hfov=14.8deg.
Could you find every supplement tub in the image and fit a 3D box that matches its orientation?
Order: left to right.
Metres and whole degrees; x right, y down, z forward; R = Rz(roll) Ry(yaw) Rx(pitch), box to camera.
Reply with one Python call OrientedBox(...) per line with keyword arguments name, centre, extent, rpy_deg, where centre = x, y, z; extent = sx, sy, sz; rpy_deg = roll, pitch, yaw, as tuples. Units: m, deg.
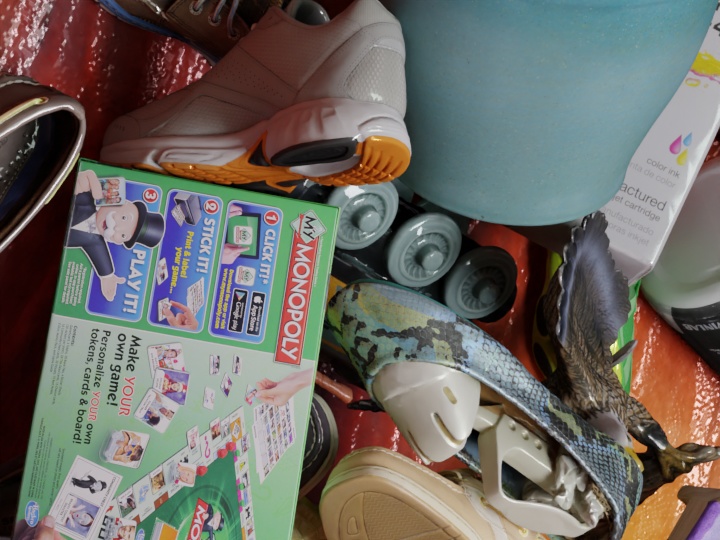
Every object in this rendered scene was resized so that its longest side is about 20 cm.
OrientedBox(name="supplement tub", centre=(0.269, 0.026, 1.728), extent=(0.200, 0.122, 0.123), rpy_deg=(43, 72, -39))

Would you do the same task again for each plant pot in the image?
OrientedBox(name="plant pot", centre=(0.087, -0.134, 1.408), extent=(0.200, 0.200, 0.188), rpy_deg=(-22, 136, -36))

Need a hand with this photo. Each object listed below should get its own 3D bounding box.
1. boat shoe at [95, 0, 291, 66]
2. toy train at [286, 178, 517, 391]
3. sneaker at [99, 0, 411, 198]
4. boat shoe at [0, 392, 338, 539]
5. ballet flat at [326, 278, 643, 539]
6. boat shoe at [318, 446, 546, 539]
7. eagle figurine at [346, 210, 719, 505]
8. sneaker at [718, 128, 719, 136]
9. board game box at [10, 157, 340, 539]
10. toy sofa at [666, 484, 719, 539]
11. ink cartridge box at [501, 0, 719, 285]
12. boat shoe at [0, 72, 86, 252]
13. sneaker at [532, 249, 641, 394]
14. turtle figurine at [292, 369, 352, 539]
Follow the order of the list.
OrientedBox(name="boat shoe", centre=(-0.068, -0.144, 1.430), extent=(0.200, 0.072, 0.072), rpy_deg=(32, 78, -41))
OrientedBox(name="toy train", centre=(0.000, 0.000, 1.509), extent=(0.200, 0.085, 0.114), rpy_deg=(30, 103, -43))
OrientedBox(name="sneaker", centre=(-0.048, -0.087, 1.385), extent=(0.076, 0.200, 0.092), rpy_deg=(22, 69, -45))
OrientedBox(name="boat shoe", centre=(-0.109, 0.106, 1.388), extent=(0.065, 0.199, 0.072), rpy_deg=(48, 27, -78))
OrientedBox(name="ballet flat", centre=(0.063, 0.079, 1.387), extent=(0.200, 0.074, 0.074), rpy_deg=(33, 77, -19))
OrientedBox(name="boat shoe", centre=(0.046, 0.138, 1.431), extent=(0.200, 0.074, 0.069), rpy_deg=(45, 36, -41))
OrientedBox(name="eagle figurine", centre=(0.107, 0.064, 1.504), extent=(0.200, 0.151, 0.152), rpy_deg=(43, 60, -31))
OrientedBox(name="sneaker", centre=(0.315, -0.079, 1.775), extent=(0.200, 0.075, 0.071), rpy_deg=(7, 95, -41))
OrientedBox(name="board game box", centre=(-0.090, 0.054, 1.358), extent=(0.134, 0.029, 0.201), rpy_deg=(11, 72, -7))
OrientedBox(name="toy sofa", centre=(0.178, 0.216, 1.476), extent=(0.083, 0.098, 0.200), rpy_deg=(39, 73, -20))
OrientedBox(name="ink cartridge box", centre=(0.135, -0.113, 1.562), extent=(0.147, 0.086, 0.200), rpy_deg=(26, 82, 0))
OrientedBox(name="boat shoe", centre=(-0.211, -0.016, 1.344), extent=(0.200, 0.059, 0.072), rpy_deg=(-49, 126, -22))
OrientedBox(name="sneaker", centre=(0.149, -0.004, 1.650), extent=(0.083, 0.074, 0.201), rpy_deg=(-11, 106, -35))
OrientedBox(name="turtle figurine", centre=(-0.052, 0.153, 1.450), extent=(0.161, 0.064, 0.200), rpy_deg=(-24, 110, 14))
